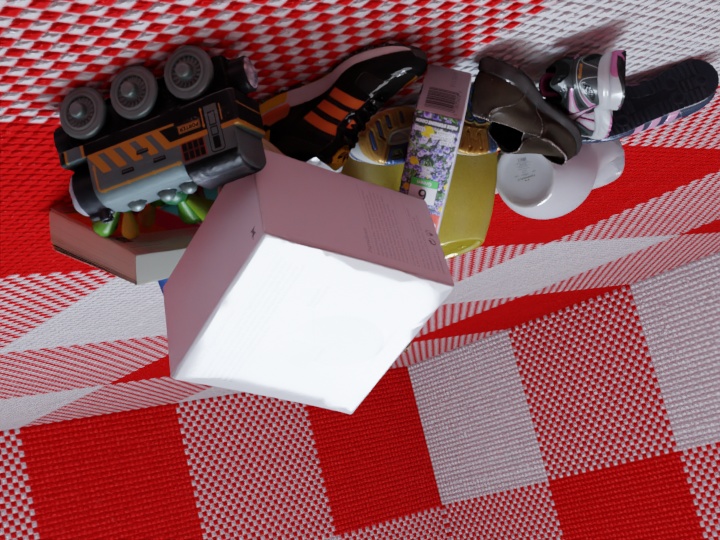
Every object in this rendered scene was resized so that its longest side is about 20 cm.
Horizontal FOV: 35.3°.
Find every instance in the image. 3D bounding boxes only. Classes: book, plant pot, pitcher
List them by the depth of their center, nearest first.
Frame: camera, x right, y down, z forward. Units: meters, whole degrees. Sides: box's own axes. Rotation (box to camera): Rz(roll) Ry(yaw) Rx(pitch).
[{"bbox_3d":[-0.238,-0.036,1.250,0.133,0.049,0.199,-12,-160,-38],"label":"book"},{"bbox_3d":[0.085,-0.090,1.379,0.198,0.143,0.200,-14,170,-3],"label":"plant pot"},{"bbox_3d":[0.233,-0.127,1.474,0.171,0.122,0.200,-18,-179,34],"label":"pitcher"}]

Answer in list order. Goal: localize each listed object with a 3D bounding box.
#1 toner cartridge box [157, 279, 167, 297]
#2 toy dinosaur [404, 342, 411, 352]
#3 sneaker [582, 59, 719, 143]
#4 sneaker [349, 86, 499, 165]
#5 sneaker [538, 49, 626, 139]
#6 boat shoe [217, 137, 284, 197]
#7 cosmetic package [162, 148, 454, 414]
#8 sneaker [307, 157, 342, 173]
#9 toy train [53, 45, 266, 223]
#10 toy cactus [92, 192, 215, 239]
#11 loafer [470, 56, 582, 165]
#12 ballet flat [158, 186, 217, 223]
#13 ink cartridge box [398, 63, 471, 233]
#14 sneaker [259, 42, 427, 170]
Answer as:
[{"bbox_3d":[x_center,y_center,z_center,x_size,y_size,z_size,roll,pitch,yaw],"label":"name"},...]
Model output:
[{"bbox_3d":[-0.180,-0.025,1.424,0.199,0.096,0.043,-17,-170,36],"label":"toner cartridge box"},{"bbox_3d":[0.000,0.000,1.323,0.135,0.200,0.103,-33,-157,45],"label":"toy dinosaur"},{"bbox_3d":[0.334,-0.192,1.378,0.198,0.071,0.082,-14,167,6],"label":"sneaker"},{"bbox_3d":[0.076,-0.159,1.257,0.198,0.076,0.088,-8,-175,-24],"label":"sneaker"},{"bbox_3d":[0.239,-0.201,1.252,0.085,0.081,0.200,5,170,6],"label":"sneaker"},{"bbox_3d":[-0.096,-0.057,1.109,0.073,0.063,0.201,1,145,20],"label":"boat shoe"},{"bbox_3d":[-0.056,0.015,1.069,0.199,0.124,0.200,15,130,-30],"label":"cosmetic package"},{"bbox_3d":[-0.082,-0.119,1.253,0.086,0.075,0.200,5,158,-19],"label":"sneaker"},{"bbox_3d":[-0.174,-0.116,0.981,0.198,0.115,0.085,-18,168,15],"label":"toy train"},{"bbox_3d":[-0.196,-0.104,1.143,0.198,0.103,0.165,-14,151,13],"label":"toy cactus"},{"bbox_3d":[0.169,-0.157,1.216,0.073,0.072,0.200,31,-179,42],"label":"loafer"},{"bbox_3d":[-0.164,-0.083,1.317,0.068,0.069,0.199,-18,-176,-42],"label":"ballet flat"},{"bbox_3d":[0.067,-0.093,1.149,0.050,0.201,0.109,13,-146,3],"label":"ink cartridge box"},{"bbox_3d":[-0.014,-0.146,1.097,0.199,0.091,0.070,-20,168,28],"label":"sneaker"}]
